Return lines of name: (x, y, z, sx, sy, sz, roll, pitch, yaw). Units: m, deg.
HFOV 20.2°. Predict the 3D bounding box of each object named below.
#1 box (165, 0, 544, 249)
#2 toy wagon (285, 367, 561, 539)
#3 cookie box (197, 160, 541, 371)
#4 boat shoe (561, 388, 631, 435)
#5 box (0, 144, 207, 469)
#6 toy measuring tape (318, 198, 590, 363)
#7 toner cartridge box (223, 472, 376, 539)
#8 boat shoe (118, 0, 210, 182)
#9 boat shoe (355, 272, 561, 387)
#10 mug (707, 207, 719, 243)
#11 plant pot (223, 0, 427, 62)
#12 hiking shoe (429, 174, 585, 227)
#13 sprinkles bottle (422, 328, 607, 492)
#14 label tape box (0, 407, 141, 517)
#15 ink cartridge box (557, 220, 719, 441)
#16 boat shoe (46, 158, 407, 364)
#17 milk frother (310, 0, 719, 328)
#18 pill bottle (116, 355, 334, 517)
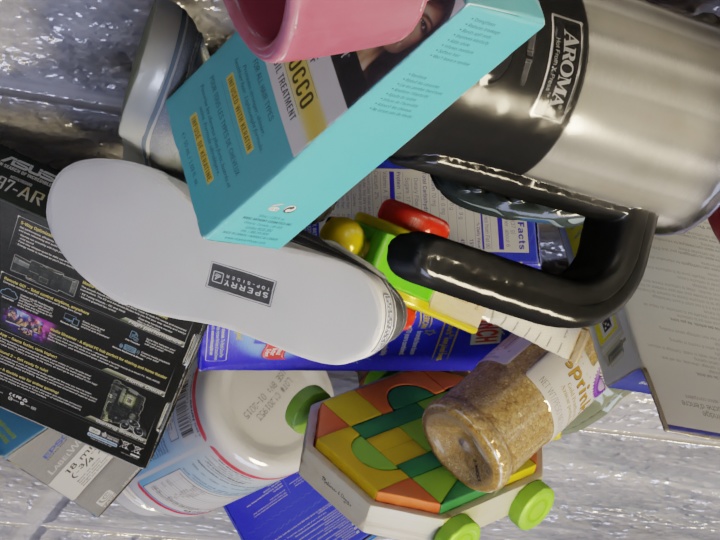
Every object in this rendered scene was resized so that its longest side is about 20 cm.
box: (-0.008, -0.094, 0.926, 0.049, 0.083, 0.200, 6, 146, -41)
toy wagon: (0.054, 0.110, 1.297, 0.199, 0.155, 0.040, -18, 134, -40)
cookie box: (0.000, 0.000, 1.258, 0.199, 0.076, 0.171, 1, 155, -6)
boat shoe: (0.188, 0.045, 1.391, 0.201, 0.061, 0.072, -30, 125, 35)
box: (-0.189, 0.015, 1.178, 0.199, 0.044, 0.161, 23, 131, -2)
toy measuring tape: (0.046, 0.008, 1.153, 0.199, 0.074, 0.073, 23, 147, -40)
toner cartridge box: (-0.007, 0.154, 1.505, 0.200, 0.095, 0.043, -36, 168, 26)
boat shoe: (-0.087, -0.082, 1.072, 0.071, 0.070, 0.201, 14, 161, -1)
boat shoe: (0.085, 0.052, 1.389, 0.199, 0.068, 0.072, -15, 153, 28)
mug: (0.260, -0.067, 1.012, 0.133, 0.178, 0.200, 0, 152, -5)
plant pot: (0.032, -0.188, 0.727, 0.178, 0.201, 0.200, -13, 158, -12)
hiking shoe: (0.133, -0.049, 1.148, 0.199, 0.075, 0.087, 0, 158, -11)
sprinkles bottle: (0.126, 0.054, 1.257, 0.200, 0.068, 0.068, -39, 173, -29)
label tape box: (-0.229, 0.070, 1.305, 0.063, 0.144, 0.200, -46, 157, -4)
ink cartridge box: (0.224, 0.039, 1.205, 0.197, 0.201, 0.047, 12, 138, -26)
boat shoe: (-0.069, -0.006, 1.064, 0.199, 0.072, 0.068, 18, -172, 15)
milk frother: (0.063, -0.081, 1.046, 0.187, 0.181, 0.200, 14, -165, -30)
pill bottle: (-0.112, 0.118, 1.473, 0.108, 0.109, 0.200, 13, 156, -30)
